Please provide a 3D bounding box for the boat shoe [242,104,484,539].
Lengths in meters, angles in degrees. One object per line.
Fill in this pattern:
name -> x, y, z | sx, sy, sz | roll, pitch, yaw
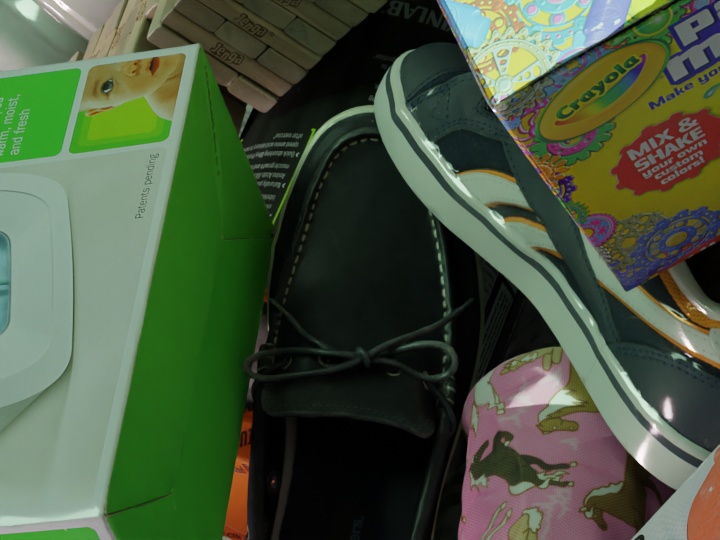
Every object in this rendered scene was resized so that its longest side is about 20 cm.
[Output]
boat shoe -> -0.001, 0.041, 0.914 | 0.062, 0.074, 0.201 | 78, -161, -77

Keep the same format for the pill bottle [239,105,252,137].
pill bottle -> -0.072, -0.015, 1.155 | 0.114, 0.114, 0.200 | 0, 59, 56

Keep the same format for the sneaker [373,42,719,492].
sneaker -> 0.081, -0.023, 0.875 | 0.200, 0.078, 0.080 | 51, 125, 35

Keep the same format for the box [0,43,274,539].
box -> -0.132, 0.038, 0.895 | 0.176, 0.097, 0.200 | -5, 45, 15

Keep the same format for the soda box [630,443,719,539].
soda box -> 0.165, 0.043, 0.787 | 0.200, 0.068, 0.064 | -49, 31, 11

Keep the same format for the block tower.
block tower -> -0.055, -0.083, 1.016 | 0.200, 0.058, 0.054 | -38, 28, 45

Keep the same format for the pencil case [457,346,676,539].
pencil case -> 0.059, 0.119, 0.851 | 0.086, 0.083, 0.201 | -38, 32, 44

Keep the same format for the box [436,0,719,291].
box -> 0.106, -0.138, 0.787 | 0.200, 0.122, 0.193 | -29, 58, 8

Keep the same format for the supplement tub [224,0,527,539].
supplement tub -> 0.000, 0.000, 1.025 | 0.122, 0.122, 0.201 | -8, 53, 53

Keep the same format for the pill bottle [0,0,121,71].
pill bottle -> -0.185, -0.067, 1.380 | 0.200, 0.113, 0.113 | -51, 29, 4
